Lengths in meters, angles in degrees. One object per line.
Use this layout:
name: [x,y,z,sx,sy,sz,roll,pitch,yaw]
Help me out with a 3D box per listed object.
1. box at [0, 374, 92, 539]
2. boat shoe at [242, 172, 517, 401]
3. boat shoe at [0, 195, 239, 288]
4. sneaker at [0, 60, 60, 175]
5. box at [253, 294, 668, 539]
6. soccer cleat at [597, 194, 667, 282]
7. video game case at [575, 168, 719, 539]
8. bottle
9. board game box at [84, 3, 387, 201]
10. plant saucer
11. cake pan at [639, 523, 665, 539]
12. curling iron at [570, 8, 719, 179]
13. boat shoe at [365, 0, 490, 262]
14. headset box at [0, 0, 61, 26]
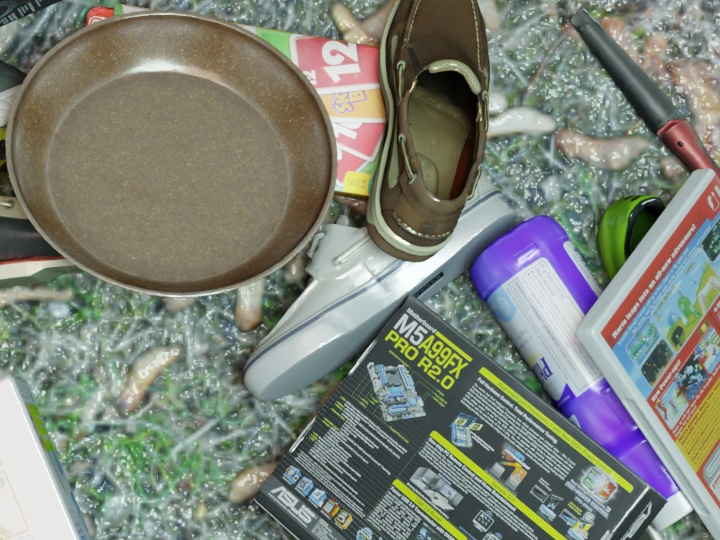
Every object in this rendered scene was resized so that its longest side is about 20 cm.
box: [-0.212,0.176,1.465,0.101,0.113,0.201,-23,87,-5]
boat shoe: [0.000,0.000,1.512,0.200,0.071,0.070,-38,74,-5]
boat shoe: [-0.165,-0.029,1.508,0.198,0.071,0.063,-7,83,2]
sneaker: [-0.266,-0.087,1.465,0.084,0.200,0.075,37,116,18]
box: [0.057,0.136,1.459,0.200,0.044,0.161,38,90,27]
soccer cleat: [0.205,0.045,1.502,0.067,0.081,0.201,-28,87,-7]
video game case: [0.218,0.061,1.459,0.143,0.017,0.200,-50,118,-29]
bottle: [0.144,0.064,1.492,0.065,0.084,0.201,-33,82,-4]
board game box: [-0.081,-0.107,1.537,0.198,0.030,0.096,9,85,2]
plant saucer: [-0.114,-0.065,1.473,0.199,0.037,0.202,4,60,-7]
cake pan: [0.099,0.214,1.508,0.199,0.037,0.202,0,85,-2]
curling iron: [0.192,-0.080,1.540,0.049,0.026,0.201,-31,87,-7]
boat shoe: [0.052,-0.106,1.482,0.074,0.075,0.204,13,59,-16]
headset box: [-0.255,-0.185,1.476,0.199,0.149,0.078,-25,87,-2]
